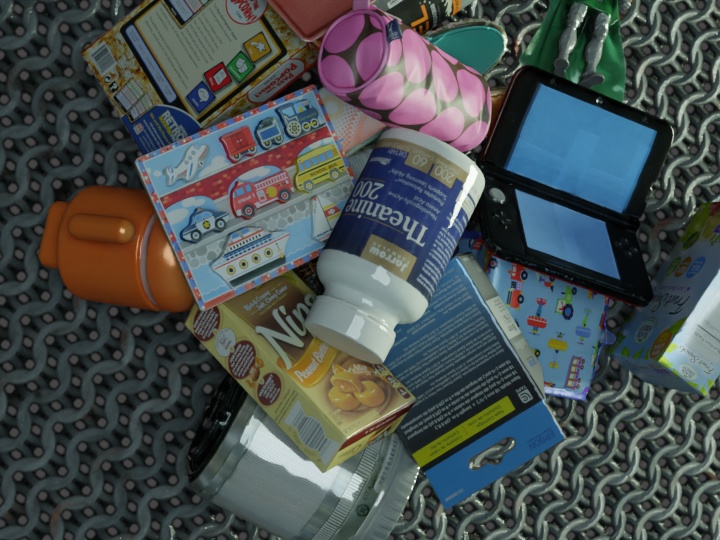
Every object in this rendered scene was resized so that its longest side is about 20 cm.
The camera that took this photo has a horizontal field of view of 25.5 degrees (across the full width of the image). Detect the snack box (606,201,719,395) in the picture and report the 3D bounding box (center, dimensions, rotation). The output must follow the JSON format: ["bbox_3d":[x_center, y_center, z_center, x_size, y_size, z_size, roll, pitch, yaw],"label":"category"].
[{"bbox_3d":[0.354,0.025,1.644,0.067,0.169,0.201,34,84,-8],"label":"snack box"}]

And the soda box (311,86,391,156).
[{"bbox_3d":[-0.066,-0.120,1.573,0.199,0.064,0.069,-31,90,8],"label":"soda box"}]

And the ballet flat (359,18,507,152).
[{"bbox_3d":[0.056,-0.196,1.617,0.199,0.064,0.076,-31,110,7],"label":"ballet flat"}]

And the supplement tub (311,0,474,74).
[{"bbox_3d":[0.023,-0.283,1.602,0.199,0.123,0.123,-34,96,-8],"label":"supplement tub"}]

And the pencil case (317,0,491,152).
[{"bbox_3d":[0.048,-0.181,1.501,0.090,0.200,0.094,-8,72,32],"label":"pencil case"}]

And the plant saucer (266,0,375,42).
[{"bbox_3d":[-0.038,-0.326,1.519,0.200,0.037,0.200,-36,75,-20],"label":"plant saucer"}]

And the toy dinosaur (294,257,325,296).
[{"bbox_3d":[0.000,0.000,1.609,0.200,0.102,0.136,35,100,-30],"label":"toy dinosaur"}]

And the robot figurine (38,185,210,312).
[{"bbox_3d":[-0.212,-0.021,1.544,0.199,0.117,0.144,8,132,25],"label":"robot figurine"}]

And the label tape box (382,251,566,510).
[{"bbox_3d":[0.094,0.105,1.537,0.144,0.063,0.201,-33,84,17],"label":"label tape box"}]

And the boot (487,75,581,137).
[{"bbox_3d":[0.171,-0.122,1.660,0.200,0.071,0.145,-9,98,-6],"label":"boot"}]

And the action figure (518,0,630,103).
[{"bbox_3d":[0.241,-0.281,1.653,0.118,0.055,0.201,22,63,-14],"label":"action figure"}]

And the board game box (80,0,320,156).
[{"bbox_3d":[-0.155,-0.210,1.548,0.200,0.046,0.152,-36,73,13],"label":"board game box"}]

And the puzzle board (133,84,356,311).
[{"bbox_3d":[-0.094,-0.071,1.486,0.199,0.017,0.151,-26,94,-26],"label":"puzzle board"}]

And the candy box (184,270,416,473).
[{"bbox_3d":[-0.057,0.085,1.499,0.200,0.115,0.055,46,126,16],"label":"candy box"}]

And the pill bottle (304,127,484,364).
[{"bbox_3d":[0.027,-0.021,1.474,0.111,0.111,0.201,29,77,-10],"label":"pill bottle"}]

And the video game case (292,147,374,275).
[{"bbox_3d":[-0.010,-0.013,1.650,0.181,0.024,0.201,-26,96,-9],"label":"video game case"}]

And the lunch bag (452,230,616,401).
[{"bbox_3d":[0.187,0.051,1.653,0.199,0.094,0.152,13,88,-29],"label":"lunch bag"}]

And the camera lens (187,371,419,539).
[{"bbox_3d":[-0.059,0.184,1.573,0.199,0.160,0.161,29,86,-9],"label":"camera lens"}]

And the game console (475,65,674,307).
[{"bbox_3d":[0.223,-0.082,1.587,0.199,0.173,0.119,18,130,-22],"label":"game console"}]
